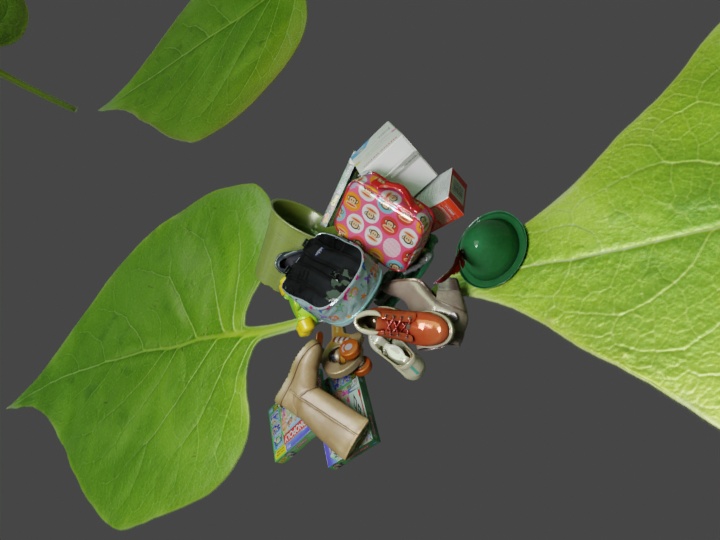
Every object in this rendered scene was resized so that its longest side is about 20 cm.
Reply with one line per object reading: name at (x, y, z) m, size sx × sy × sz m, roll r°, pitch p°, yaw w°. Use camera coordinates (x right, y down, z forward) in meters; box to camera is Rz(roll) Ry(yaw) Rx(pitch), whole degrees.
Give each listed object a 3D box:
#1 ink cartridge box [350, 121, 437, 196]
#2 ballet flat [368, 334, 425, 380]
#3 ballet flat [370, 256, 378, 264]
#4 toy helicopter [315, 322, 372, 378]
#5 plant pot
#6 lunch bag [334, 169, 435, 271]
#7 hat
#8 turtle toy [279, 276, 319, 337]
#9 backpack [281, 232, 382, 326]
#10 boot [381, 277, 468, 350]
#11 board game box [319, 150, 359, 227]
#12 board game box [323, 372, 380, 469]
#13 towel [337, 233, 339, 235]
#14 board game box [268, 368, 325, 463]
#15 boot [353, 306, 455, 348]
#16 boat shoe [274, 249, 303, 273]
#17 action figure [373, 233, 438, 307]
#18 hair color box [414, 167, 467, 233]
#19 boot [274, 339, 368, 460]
ink cartridge box at (0.074, -0.234, 1.632) m, size 0.128 × 0.125 × 0.200 m, roll -42°, pitch 21°, yaw 9°
ballet flat at (0.064, 0.159, 1.526) m, size 0.200 × 0.069 × 0.070 m, roll 36°, pitch 96°, yaw 49°
ballet flat at (0.000, 0.000, 1.688) m, size 0.069 × 0.069 × 0.201 m, roll 14°, pitch 80°, yaw 48°
toy helicopter at (-0.055, 0.161, 1.614) m, size 0.132 × 0.079 × 0.200 m, roll -23°, pitch 40°, yaw 12°
plant pot at (-0.176, -0.050, 1.825) m, size 0.190 × 0.199 × 0.200 m, roll -61°, pitch 39°, yaw 21°
lunch bag at (0.052, -0.112, 1.513) m, size 0.200 × 0.082 × 0.177 m, roll 35°, pitch 132°, yaw 13°
hat at (0.216, -0.064, 1.416) m, size 0.166 × 0.176 × 0.200 m, roll -45°, pitch 44°, yaw 19°
turtle toy at (-0.120, 0.070, 1.704) m, size 0.200 × 0.101 × 0.146 m, roll 127°, pitch 119°, yaw -76°
backpack at (-0.049, 0.026, 1.521) m, size 0.178 × 0.151 × 0.200 m, roll -55°, pitch 33°, yaw -11°
boot at (0.128, 0.092, 1.490) m, size 0.199 × 0.070 × 0.147 m, roll -6°, pitch 74°, yaw 34°
board game box at (-0.036, -0.202, 1.788) m, size 0.023 × 0.105 × 0.201 m, roll 28°, pitch 103°, yaw 9°
board game box at (-0.034, 0.314, 1.582) m, size 0.134 × 0.029 × 0.201 m, roll -38°, pitch 47°, yaw 25°
towel at (-0.024, -0.065, 1.735) m, size 0.200 × 0.086 × 0.018 m, roll -45°, pitch 28°, yaw 18°
board game box at (-0.141, 0.331, 1.642) m, size 0.200 × 0.029 × 0.135 m, roll -47°, pitch 41°, yaw 34°
boot at (0.083, 0.112, 1.422) m, size 0.199 × 0.107 × 0.075 m, roll 5°, pitch 91°, yaw 34°
boat shoe at (-0.101, -0.027, 1.689) m, size 0.062 × 0.199 × 0.075 m, roll -154°, pitch 63°, yaw -78°
action figure at (0.100, -0.004, 1.602) m, size 0.200 × 0.055 × 0.118 m, roll -48°, pitch 40°, yaw 10°
hair color box at (0.137, -0.131, 1.599) m, size 0.200 × 0.064 × 0.111 m, roll -27°, pitch 32°, yaw 33°
boot at (-0.063, 0.267, 1.510) m, size 0.200 × 0.066 × 0.176 m, roll 32°, pitch 104°, yaw 22°
